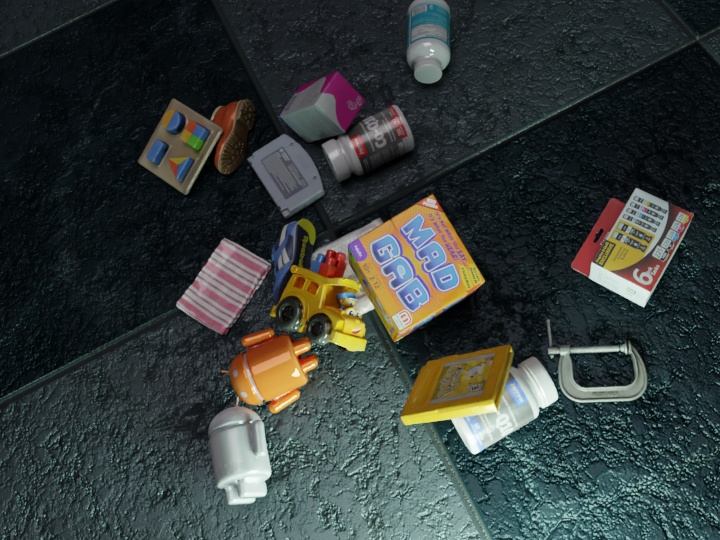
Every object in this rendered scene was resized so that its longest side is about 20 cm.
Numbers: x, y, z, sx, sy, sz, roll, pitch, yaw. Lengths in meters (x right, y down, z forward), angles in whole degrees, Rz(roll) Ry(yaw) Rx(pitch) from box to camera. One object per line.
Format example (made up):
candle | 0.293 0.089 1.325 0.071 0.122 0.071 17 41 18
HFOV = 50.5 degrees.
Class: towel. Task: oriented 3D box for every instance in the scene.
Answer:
towel | 0.000 0.000 1.702 0.198 0.032 0.193 -26 64 -1
towel | -0.311 0.033 1.745 0.145 0.030 0.201 27 73 19

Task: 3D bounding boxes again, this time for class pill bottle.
pill bottle | 0.275 0.258 1.487 0.198 0.114 0.115 -30 64 -4
pill bottle | 0.168 -0.565 1.885 0.109 0.111 0.203 -1 66 10
pill bottle | 0.017 -0.294 1.786 0.198 0.114 0.115 -27 64 -3

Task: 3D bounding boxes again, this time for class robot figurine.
robot figurine | -0.187 0.209 1.594 0.197 0.145 0.117 -23 42 -1
robot figurine | -0.244 0.362 1.534 0.169 0.112 0.203 -35 58 32

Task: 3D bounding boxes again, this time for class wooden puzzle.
wooden puzzle | -0.454 -0.311 1.884 0.199 0.046 0.187 33 94 27

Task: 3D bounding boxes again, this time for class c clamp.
c clamp | 0.473 0.181 1.534 0.196 0.027 0.174 2 66 12

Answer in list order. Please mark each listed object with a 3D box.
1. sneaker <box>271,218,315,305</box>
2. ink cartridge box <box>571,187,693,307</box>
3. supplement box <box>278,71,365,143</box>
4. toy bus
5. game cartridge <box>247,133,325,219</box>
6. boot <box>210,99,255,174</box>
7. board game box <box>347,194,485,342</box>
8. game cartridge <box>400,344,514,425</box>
sneaker | -0.160 -0.016 1.717 0.081 0.074 0.203 3 73 42
ink cartridge box | 0.563 -0.059 1.596 0.174 0.084 0.201 29 74 21
supplement box | -0.093 -0.380 1.796 0.102 0.103 0.199 -57 25 -16
toy bus | -0.064 0.057 1.589 0.198 0.135 0.195 20 88 37
game cartridge | -0.173 -0.231 1.837 0.132 0.042 0.201 -30 64 -9
boot | -0.337 -0.329 1.899 0.106 0.075 0.203 3 66 26
board game box | 0.107 0.002 1.559 0.198 0.200 0.202 -30 82 -5
game cartridge | 0.188 0.220 1.480 0.197 0.033 0.177 -15 24 30
